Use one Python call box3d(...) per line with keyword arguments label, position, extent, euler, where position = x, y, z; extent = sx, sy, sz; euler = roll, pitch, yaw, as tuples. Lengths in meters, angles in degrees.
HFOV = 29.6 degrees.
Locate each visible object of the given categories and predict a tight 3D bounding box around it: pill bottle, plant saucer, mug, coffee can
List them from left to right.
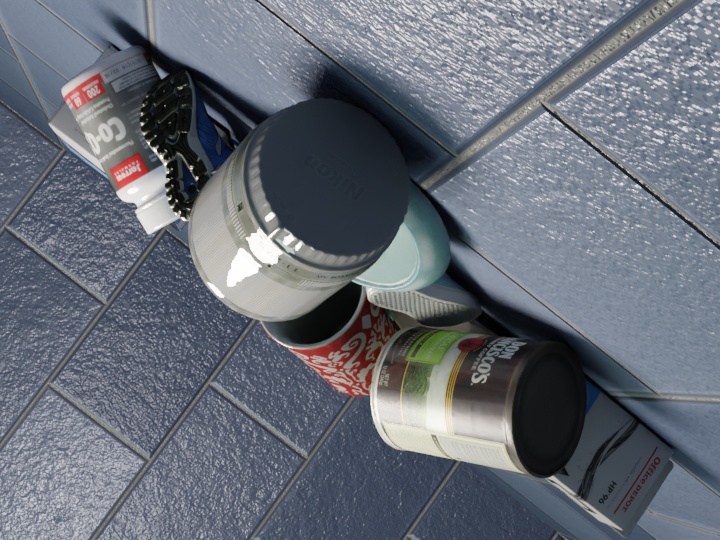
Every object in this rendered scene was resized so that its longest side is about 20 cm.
box3d(label="pill bottle", position=(-0.261, -0.154, 1.623), extent=(0.201, 0.113, 0.114), euler=(62, 169, -5))
box3d(label="mug", position=(-0.038, 0.051, 1.616), extent=(0.177, 0.133, 0.200), euler=(44, 176, 31))
box3d(label="plant saucer", position=(-0.002, -0.045, 1.383), extent=(0.198, 0.028, 0.201), euler=(24, 146, 18))
box3d(label="coffee can", position=(0.131, 0.143, 1.524), extent=(0.198, 0.148, 0.146), euler=(4, 152, 41))

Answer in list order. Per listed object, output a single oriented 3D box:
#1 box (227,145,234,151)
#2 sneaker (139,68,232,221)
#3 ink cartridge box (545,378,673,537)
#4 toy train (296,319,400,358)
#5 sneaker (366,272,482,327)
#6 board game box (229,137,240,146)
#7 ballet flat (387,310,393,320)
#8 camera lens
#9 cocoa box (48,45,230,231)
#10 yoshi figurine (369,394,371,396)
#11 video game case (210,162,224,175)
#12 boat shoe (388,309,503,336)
box3d(label="box", position=(-0.115, -0.091, 1.744), extent=(0.158, 0.046, 0.200), euler=(35, 179, 15))
box3d(label="sneaker", position=(-0.191, -0.137, 1.556), extent=(0.089, 0.078, 0.202), euler=(27, -137, -59))
box3d(label="ink cartridge box", position=(0.284, 0.221, 1.602), extent=(0.199, 0.117, 0.068), euler=(38, 172, -12))
box3d(label="toy train", position=(0.011, 0.072, 1.743), extent=(0.057, 0.198, 0.042), euler=(-94, -14, -58))
box3d(label="sneaker", position=(0.075, 0.008, 1.552), extent=(0.073, 0.083, 0.199), euler=(-18, 156, 29))
box3d(label="board game box", position=(-0.056, -0.103, 1.544), extent=(0.199, 0.039, 0.158), euler=(37, 179, 24))
box3d(label="ballet flat", position=(0.075, 0.062, 1.806), extent=(0.199, 0.068, 0.068), euler=(39, -176, -14))
box3d(label="camera lens", position=(-0.060, -0.051, 1.245), extent=(0.159, 0.161, 0.200), euler=(38, 151, -9))
box3d(label="cocoa box", position=(-0.283, -0.169, 1.790), extent=(0.199, 0.134, 0.131), euler=(36, 172, 6))
box3d(label="yoshi figurine", position=(0.114, 0.167, 1.770), extent=(0.198, 0.114, 0.112), euler=(18, -179, 27))
box3d(label="video game case", position=(-0.056, -0.074, 1.438), extent=(0.199, 0.019, 0.143), euler=(-11, 126, 50))
box3d(label="boat shoe", position=(0.114, 0.078, 1.684), extent=(0.199, 0.075, 0.093), euler=(38, 178, 3))
